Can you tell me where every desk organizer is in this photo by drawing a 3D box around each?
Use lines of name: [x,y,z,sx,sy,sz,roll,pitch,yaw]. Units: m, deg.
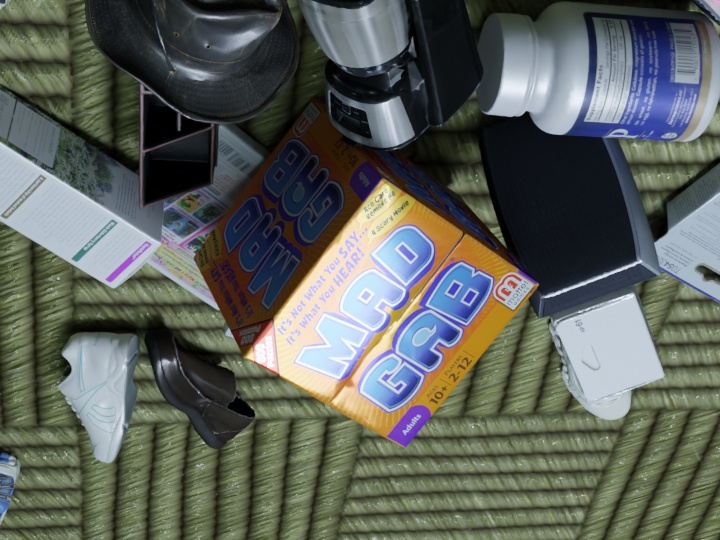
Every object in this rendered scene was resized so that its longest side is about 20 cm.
desk organizer: [-0.161,-0.151,1.341,0.072,0.077,0.200,3,131,-5]

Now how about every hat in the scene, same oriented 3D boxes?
hat: [-0.117,-0.221,1.209,0.200,0.201,0.081,21,155,-30]

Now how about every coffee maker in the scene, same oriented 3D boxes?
coffee maker: [0.039,-0.222,1.266,0.192,0.135,0.200,-28,146,-5]

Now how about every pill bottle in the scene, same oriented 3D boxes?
pill bottle: [0.211,-0.180,1.366,0.200,0.120,0.120,2,137,-12]

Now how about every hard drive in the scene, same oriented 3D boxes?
hard drive: [0.191,-0.068,1.424,0.135,0.200,0.042,-20,158,11]

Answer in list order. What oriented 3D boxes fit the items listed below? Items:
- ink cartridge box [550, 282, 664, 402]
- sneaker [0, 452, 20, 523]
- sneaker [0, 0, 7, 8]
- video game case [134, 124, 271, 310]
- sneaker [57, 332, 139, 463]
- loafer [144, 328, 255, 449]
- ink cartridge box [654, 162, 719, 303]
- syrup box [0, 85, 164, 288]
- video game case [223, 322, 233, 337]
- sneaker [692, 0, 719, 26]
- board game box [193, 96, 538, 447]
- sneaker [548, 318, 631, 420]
ink cartridge box: [0.227,0.007,1.514,0.085,0.200,0.145,-19,138,11]
sneaker: [-0.469,0.297,1.792,0.077,0.085,0.200,18,132,-27]
sneaker: [-0.397,-0.236,1.229,0.200,0.076,0.115,27,130,-34]
video game case: [-0.141,-0.053,1.514,0.182,0.024,0.200,-32,134,23]
sneaker: [-0.289,0.134,1.671,0.080,0.070,0.200,11,133,0]
loafer: [-0.175,0.120,1.673,0.071,0.073,0.200,-26,142,4]
ink cartridge box: [0.424,-0.049,1.607,0.196,0.043,0.200,26,130,-34]
syrup box: [-0.281,-0.076,1.402,0.200,0.079,0.081,34,122,-28]
video game case: [-0.042,0.012,1.580,0.143,0.017,0.200,9,137,-25]
sneaker: [0.315,-0.274,1.334,0.200,0.070,0.082,31,107,-39]
board game box: [0.000,0.000,1.411,0.200,0.200,0.200,32,102,-31]
sneaker: [0.269,0.124,1.742,0.075,0.081,0.200,-22,138,11]
